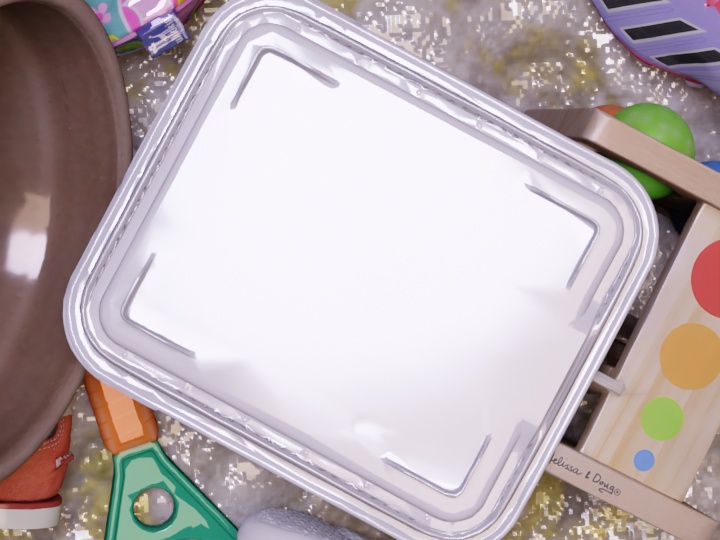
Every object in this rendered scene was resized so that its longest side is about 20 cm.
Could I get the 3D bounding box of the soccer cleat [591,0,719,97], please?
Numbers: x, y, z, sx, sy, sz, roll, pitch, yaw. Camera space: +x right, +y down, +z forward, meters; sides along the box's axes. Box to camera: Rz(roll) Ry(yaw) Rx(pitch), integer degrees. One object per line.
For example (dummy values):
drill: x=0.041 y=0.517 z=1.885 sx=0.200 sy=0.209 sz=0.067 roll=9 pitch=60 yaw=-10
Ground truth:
soccer cleat: x=0.171 y=-0.095 z=0.825 sx=0.067 sy=0.077 sz=0.200 roll=-36 pitch=70 yaw=-13

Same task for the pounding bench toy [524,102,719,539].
pounding bench toy: x=0.078 y=-0.004 z=0.825 sx=0.199 sy=0.124 sz=0.156 roll=26 pitch=90 yaw=-11

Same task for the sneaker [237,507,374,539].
sneaker: x=0.018 y=0.188 z=0.857 sx=0.200 sy=0.076 sz=0.105 roll=29 pitch=90 yaw=-12

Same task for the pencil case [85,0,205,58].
pencil case: x=-0.136 y=-0.175 z=0.793 sx=0.087 sy=0.087 sz=0.200 roll=-34 pitch=102 yaw=-5

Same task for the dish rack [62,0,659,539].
dish rack: x=0.000 y=0.000 z=0.741 sx=0.200 sy=0.044 sz=0.172 roll=28 pitch=88 yaw=1

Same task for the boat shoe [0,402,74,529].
boat shoe: x=-0.219 y=0.067 z=0.806 sx=0.199 sy=0.071 sz=0.063 roll=7 pitch=95 yaw=-13

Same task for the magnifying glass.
magnifying glass: x=-0.094 y=0.097 z=0.859 sx=0.079 sy=0.022 sz=0.201 roll=-18 pitch=100 yaw=-7

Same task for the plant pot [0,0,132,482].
plant pot: x=-0.209 y=-0.024 z=0.744 sx=0.174 sy=0.200 sz=0.201 roll=10 pitch=94 yaw=19
